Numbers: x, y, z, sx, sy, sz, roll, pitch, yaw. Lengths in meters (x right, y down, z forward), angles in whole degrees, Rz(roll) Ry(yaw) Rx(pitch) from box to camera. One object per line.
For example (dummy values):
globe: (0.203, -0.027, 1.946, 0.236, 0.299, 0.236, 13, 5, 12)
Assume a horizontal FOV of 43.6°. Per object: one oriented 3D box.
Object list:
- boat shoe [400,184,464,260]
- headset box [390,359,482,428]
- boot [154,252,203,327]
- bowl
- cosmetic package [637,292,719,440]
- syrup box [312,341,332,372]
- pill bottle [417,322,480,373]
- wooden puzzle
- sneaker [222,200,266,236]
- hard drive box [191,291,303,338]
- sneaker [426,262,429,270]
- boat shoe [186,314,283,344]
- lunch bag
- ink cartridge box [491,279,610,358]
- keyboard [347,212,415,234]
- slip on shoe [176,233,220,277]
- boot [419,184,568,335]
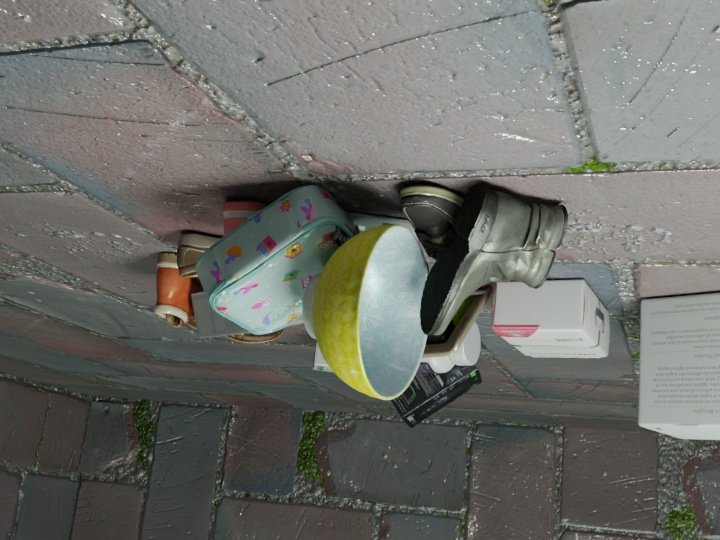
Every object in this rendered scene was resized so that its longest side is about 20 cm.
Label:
boat shoe: (0.107, -0.042, 1.096, 0.073, 0.065, 0.200, -2, 159, 33)
headset box: (0.155, 0.226, 1.867, 0.199, 0.093, 0.174, -33, 161, -1)
boot: (-0.303, 0.048, 1.522, 0.074, 0.108, 0.200, 2, 166, 7)
bowl: (-0.004, 0.046, 1.060, 0.107, 0.202, 0.200, 3, 165, 27)
cosmetic package: (0.539, 0.152, 1.387, 0.166, 0.202, 0.166, -7, 161, 42)
syrup box: (0.000, 0.183, 1.943, 0.198, 0.082, 0.079, 9, 166, -5)
pill bottle: (0.113, 0.132, 1.651, 0.198, 0.113, 0.111, -3, 163, 30)
wooden puzzle: (0.096, 0.085, 1.429, 0.199, 0.037, 0.185, -13, -160, 32)
sneaker: (-0.135, -0.026, 1.217, 0.073, 0.088, 0.200, 1, 164, 22)
hard drive box: (-0.150, 0.053, 1.429, 0.155, 0.078, 0.199, -11, -179, -41)
sneaker: (0.000, 0.000, 1.208, 0.197, 0.077, 0.114, 1, -174, -13)
boat shoe: (-0.246, 0.097, 1.742, 0.198, 0.073, 0.068, 10, 167, -3)
lunch bag: (-0.088, -0.008, 1.116, 0.199, 0.077, 0.160, -33, 147, 8)
ink cartridge box: (0.308, 0.080, 1.439, 0.144, 0.086, 0.200, -1, 161, 26)
keyboard: (0.039, -0.059, 1.184, 0.198, 0.011, 0.056, 7, 159, -4)
slip on shoe: (-0.173, -0.009, 1.339, 0.198, 0.061, 0.076, 9, 165, -16)
boot: (0.159, 0.003, 1.055, 0.130, 0.201, 0.068, 15, -157, -20)
